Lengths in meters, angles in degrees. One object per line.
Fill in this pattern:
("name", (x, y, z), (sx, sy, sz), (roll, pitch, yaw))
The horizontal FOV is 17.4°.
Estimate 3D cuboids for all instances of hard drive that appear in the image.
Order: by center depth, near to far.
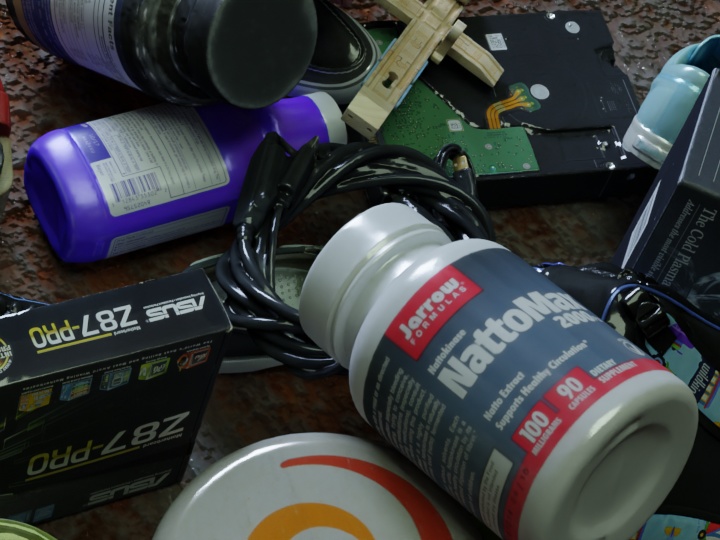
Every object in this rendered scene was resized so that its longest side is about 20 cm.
("hard drive", (0.087, -0.106, 1.563), (0.200, 0.038, 0.140), (-5, 57, -21))

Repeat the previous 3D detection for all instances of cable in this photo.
("cable", (0.000, 0.000, 1.379), (0.163, 0.051, 0.200), (19, 41, -8))

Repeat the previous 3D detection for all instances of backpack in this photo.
("backpack", (0.164, 0.104, 1.355), (0.200, 0.134, 0.183), (24, 86, -32))

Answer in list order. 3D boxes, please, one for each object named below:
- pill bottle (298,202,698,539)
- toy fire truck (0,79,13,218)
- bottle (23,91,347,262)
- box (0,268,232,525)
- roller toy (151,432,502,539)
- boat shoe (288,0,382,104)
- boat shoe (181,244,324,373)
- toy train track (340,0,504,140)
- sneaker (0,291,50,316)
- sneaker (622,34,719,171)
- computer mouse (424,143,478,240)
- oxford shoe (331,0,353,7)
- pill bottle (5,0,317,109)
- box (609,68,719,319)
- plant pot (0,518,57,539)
("pill bottle", (0.065, 0.054, 1.222), (0.119, 0.120, 0.200), (-30, 52, -32))
("toy fire truck", (-0.307, -0.109, 1.413), (0.176, 0.129, 0.200), (-1, 65, -17))
("bottle", (-0.105, -0.066, 1.460), (0.200, 0.065, 0.084), (-18, 64, -27))
("box", (-0.180, 0.081, 1.269), (0.200, 0.161, 0.049), (-14, 60, -26))
("roller toy", (-0.026, 0.192, 1.248), (0.200, 0.140, 0.183), (25, 56, 14))
("boat shoe", (-0.069, -0.181, 1.531), (0.200, 0.066, 0.070), (40, 76, 24))
("boat shoe", (-0.022, 0.018, 1.425), (0.200, 0.060, 0.076), (-11, 57, -24))
("toy train track", (0.037, -0.146, 1.503), (0.115, 0.033, 0.200), (36, 38, -2))
("sneaker", (-0.218, 0.042, 1.339), (0.200, 0.078, 0.070), (-2, 55, -18))
("sneaker", (0.232, -0.114, 1.539), (0.074, 0.082, 0.200), (32, 21, 6))
("computer mouse", (0.081, 0.010, 1.449), (0.059, 0.034, 0.200), (0, 67, -40))
("oxford shoe", (-0.018, -0.219, 1.498), (0.071, 0.074, 0.200), (38, 9, -13))
("pill bottle", (-0.122, -0.164, 1.447), (0.112, 0.112, 0.200), (-30, 36, -32))
("box", (0.253, 0.007, 1.426), (0.182, 0.200, 0.104), (22, 50, 1))
("plant pot", (-0.187, 0.209, 1.148), (0.187, 0.200, 0.187), (8, 53, -11))
